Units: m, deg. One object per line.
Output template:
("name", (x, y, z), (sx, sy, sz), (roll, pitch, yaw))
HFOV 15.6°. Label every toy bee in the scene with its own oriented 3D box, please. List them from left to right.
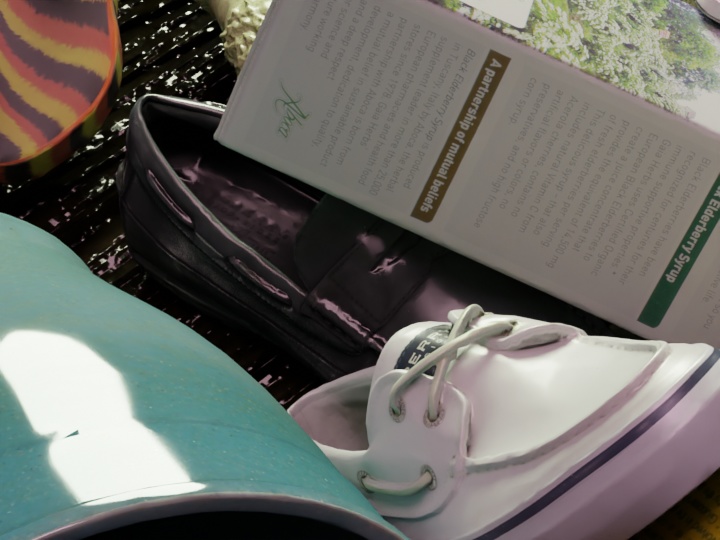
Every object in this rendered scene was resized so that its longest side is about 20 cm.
("toy bee", (-0.107, -0.137, 0.944), (0.108, 0.201, 0.131), (-9, 13, -3))

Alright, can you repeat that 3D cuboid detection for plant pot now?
("plant pot", (-0.097, 0.084, 0.715), (0.199, 0.201, 0.188), (-22, 42, -14))

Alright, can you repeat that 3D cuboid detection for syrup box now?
("syrup box", (0.065, -0.046, 0.830), (0.199, 0.082, 0.079), (25, 33, -3))

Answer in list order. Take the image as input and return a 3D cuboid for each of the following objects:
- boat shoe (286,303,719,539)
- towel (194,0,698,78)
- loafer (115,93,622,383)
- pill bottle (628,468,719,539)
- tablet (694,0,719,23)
("boat shoe", (0.028, 0.045, 0.697), (0.073, 0.200, 0.067), (-40, 95, -31))
("towel", (0.038, -0.106, 0.964), (0.199, 0.037, 0.149), (-12, 42, -16))
("loafer", (0.000, 0.000, 0.858), (0.200, 0.071, 0.068), (26, 55, 27))
("pill bottle", (0.104, 0.107, 0.662), (0.200, 0.112, 0.112), (-44, 53, -3))
("tablet", (0.199, -0.095, 0.899), (0.199, 0.014, 0.131), (17, 39, -14))
